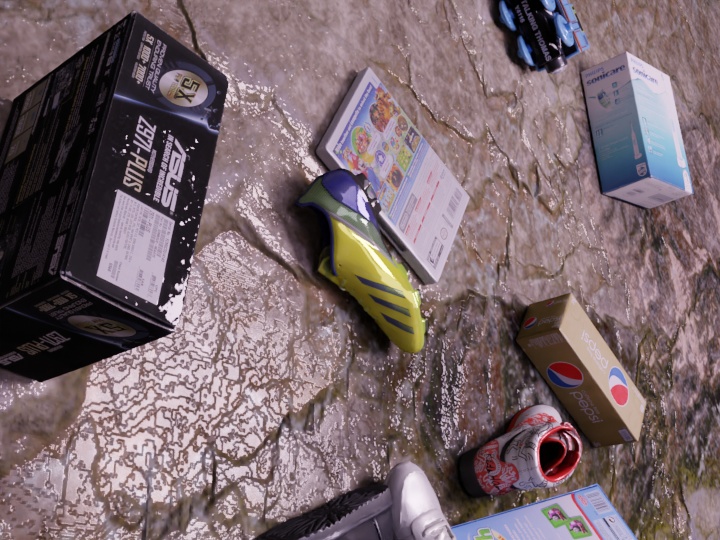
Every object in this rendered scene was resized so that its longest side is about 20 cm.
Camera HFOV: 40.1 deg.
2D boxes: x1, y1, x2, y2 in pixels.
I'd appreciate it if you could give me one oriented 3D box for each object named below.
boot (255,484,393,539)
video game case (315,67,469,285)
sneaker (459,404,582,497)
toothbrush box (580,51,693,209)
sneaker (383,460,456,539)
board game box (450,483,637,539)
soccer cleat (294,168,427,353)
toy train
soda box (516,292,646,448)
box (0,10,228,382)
[{"bbox_3d":[-0.006,0.302,0.828,0.164,0.065,0.202,-11,89,-49],"label":"boot"},{"bbox_3d":[0.041,-0.102,1.070,0.200,0.018,0.144,49,45,-26],"label":"video game case"},{"bbox_3d":[0.202,0.190,1.072,0.200,0.107,0.068,-16,88,-51],"label":"sneaker"},{"bbox_3d":[0.422,-0.210,1.504,0.146,0.085,0.202,9,70,-47],"label":"toothbrush box"},{"bbox_3d":[0.081,0.271,0.906,0.074,0.099,0.202,-12,84,-48],"label":"sneaker"},{"bbox_3d":[0.196,0.300,0.969,0.198,0.037,0.152,-7,45,-29],"label":"board game box"},{"bbox_3d":[-0.001,0.000,0.963,0.083,0.065,0.202,-31,106,-20],"label":"soccer cleat"},{"bbox_3d":[0.241,-0.369,1.362,0.202,0.086,0.114,64,31,-5],"label":"toy train"},{"bbox_3d":[0.275,0.125,1.218,0.201,0.064,0.068,52,43,-23],"label":"soda box"},{"bbox_3d":[-0.185,-0.045,0.669,0.086,0.163,0.202,31,53,-38],"label":"box"}]
